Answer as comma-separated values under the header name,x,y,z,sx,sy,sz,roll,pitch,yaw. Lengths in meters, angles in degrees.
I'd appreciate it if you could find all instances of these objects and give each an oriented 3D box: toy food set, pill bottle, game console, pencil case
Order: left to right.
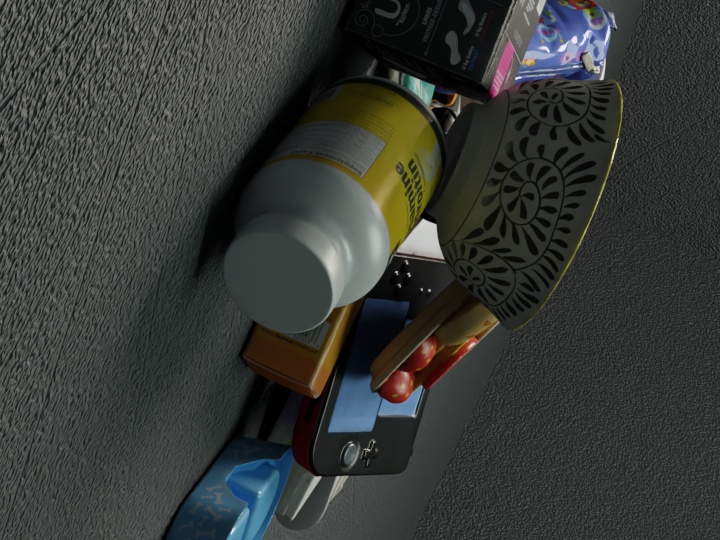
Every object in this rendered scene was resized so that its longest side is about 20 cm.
name,x,y,z,sx,sy,sz,roll,pitch,yaw
pill bottle,-0.020,-0.044,1.424,0.200,0.111,0.112,-57,167,-51
game console,0.019,0.082,1.782,0.176,0.031,0.201,9,100,-54
toy food set,0.087,0.037,1.707,0.200,0.049,0.198,-46,175,28
pencil case,0.139,-0.200,1.826,0.199,0.087,0.078,-9,138,-43

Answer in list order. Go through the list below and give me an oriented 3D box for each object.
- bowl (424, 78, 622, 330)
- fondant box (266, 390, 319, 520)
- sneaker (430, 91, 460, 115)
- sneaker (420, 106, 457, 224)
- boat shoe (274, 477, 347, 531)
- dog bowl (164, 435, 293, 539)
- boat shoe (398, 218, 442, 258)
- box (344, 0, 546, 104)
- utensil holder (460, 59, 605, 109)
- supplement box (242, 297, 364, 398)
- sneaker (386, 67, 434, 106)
name,x,y,z,sx,sy,sz,roll,pitch,yaw
bowl,0.106,-0.066,1.514,0.201,0.094,0.202,-158,-90,-79
fondant box,-0.029,0.123,1.932,0.145,0.058,0.200,-63,175,28
sneaker,0.041,-0.112,1.786,0.200,0.078,0.078,-65,164,-55
sneaker,0.081,-0.074,1.657,0.200,0.075,0.080,31,78,-72
boat shoe,-0.025,0.172,2.097,0.066,0.072,0.201,-26,139,-84
dog bowl,-0.115,0.209,1.705,0.200,0.049,0.112,-53,164,-60
boat shoe,0.000,0.000,1.805,0.200,0.068,0.072,-45,135,-28
box,0.073,-0.210,1.567,0.200,0.114,0.133,8,104,-82
utensil holder,0.150,-0.153,2.003,0.200,0.169,0.171,96,19,-60
supplement box,-0.024,-0.003,1.662,0.067,0.068,0.201,73,42,-77
sneaker,0.076,-0.204,1.710,0.077,0.079,0.201,-22,135,-78
